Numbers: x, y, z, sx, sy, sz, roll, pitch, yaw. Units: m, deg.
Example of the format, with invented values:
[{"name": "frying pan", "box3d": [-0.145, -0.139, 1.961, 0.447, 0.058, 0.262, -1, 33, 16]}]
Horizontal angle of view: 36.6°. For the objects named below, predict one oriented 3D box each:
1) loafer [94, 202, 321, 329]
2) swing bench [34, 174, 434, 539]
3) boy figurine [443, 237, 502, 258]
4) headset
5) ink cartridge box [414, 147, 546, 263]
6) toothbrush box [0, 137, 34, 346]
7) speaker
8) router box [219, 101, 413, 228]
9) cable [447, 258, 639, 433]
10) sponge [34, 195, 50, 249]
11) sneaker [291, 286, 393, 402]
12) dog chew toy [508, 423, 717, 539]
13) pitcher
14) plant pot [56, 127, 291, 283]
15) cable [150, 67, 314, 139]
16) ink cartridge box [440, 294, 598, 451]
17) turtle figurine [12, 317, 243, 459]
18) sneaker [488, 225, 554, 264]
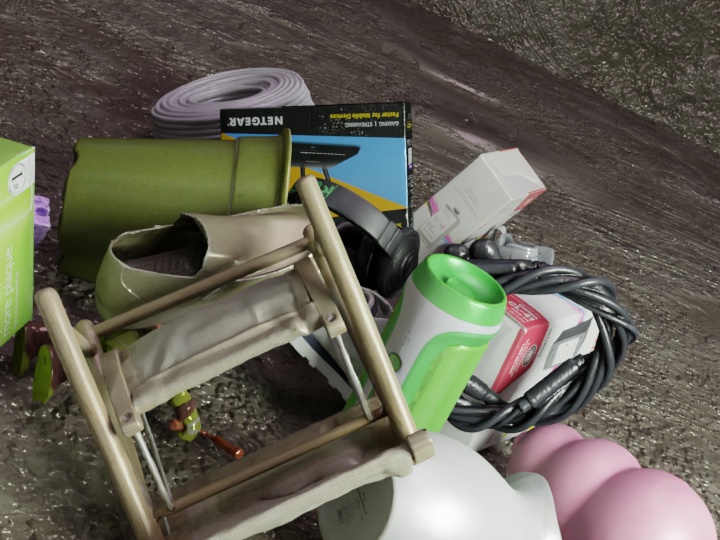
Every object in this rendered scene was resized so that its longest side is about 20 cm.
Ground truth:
[{"name": "loafer", "box3d": [-0.109, -0.010, 0.843, 0.198, 0.069, 0.076, -18, 55, -17]}, {"name": "swing bench", "box3d": [-0.080, 0.078, 0.727, 0.130, 0.197, 0.202, 92, -25, -77]}, {"name": "boy figurine", "box3d": [0.095, 0.045, 1.162, 0.123, 0.065, 0.200, -9, 27, 28]}, {"name": "headset", "box3d": [0.000, 0.000, 0.994, 0.123, 0.094, 0.200, 7, -32, 50]}, {"name": "ink cartridge box", "box3d": [0.112, -0.057, 1.298, 0.068, 0.200, 0.116, 56, 30, 9]}, {"name": "toothbrush box", "box3d": [-0.302, 0.007, 0.712, 0.085, 0.147, 0.200, 17, 30, 11]}, {"name": "speaker", "box3d": [0.042, 0.089, 0.880, 0.088, 0.201, 0.089, 22, 24, -10]}, {"name": "router box", "box3d": [-0.044, -0.098, 1.140, 0.198, 0.151, 0.051, -1, 9, 13]}, {"name": "cable", "box3d": [0.137, 0.068, 0.929, 0.198, 0.165, 0.051, 1, 20, 4]}, {"name": "sponge", "box3d": [-0.353, -0.037, 0.842, 0.198, 0.111, 0.030, 10, 58, -32]}, {"name": "sneaker", "box3d": [0.008, 0.071, 0.961, 0.200, 0.080, 0.077, 47, 7, -38]}, {"name": "dog chew toy", "box3d": [0.204, 0.203, 0.930, 0.124, 0.126, 0.200, 4, 24, -42]}, {"name": "pitcher", "box3d": [0.074, 0.206, 0.798, 0.199, 0.121, 0.172, 23, 29, -38]}, {"name": "plant pot", "box3d": [-0.171, -0.043, 0.986, 0.188, 0.202, 0.201, 8, 27, -10]}, {"name": "cable", "box3d": [-0.151, -0.186, 1.304, 0.199, 0.070, 0.199, -22, 27, -28]}, {"name": "ink cartridge box", "box3d": [0.153, 0.083, 1.071, 0.085, 0.149, 0.199, 36, 26, 32]}, {"name": "turtle figurine", "box3d": [-0.179, 0.074, 0.851, 0.160, 0.065, 0.200, 5, 32, -40]}, {"name": "sneaker", "box3d": [0.195, 0.040, 1.248, 0.075, 0.116, 0.200, -4, 38, -49]}]
